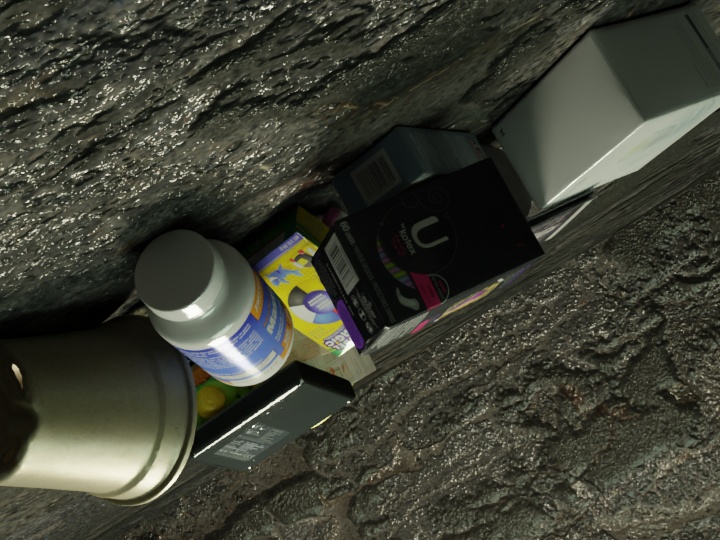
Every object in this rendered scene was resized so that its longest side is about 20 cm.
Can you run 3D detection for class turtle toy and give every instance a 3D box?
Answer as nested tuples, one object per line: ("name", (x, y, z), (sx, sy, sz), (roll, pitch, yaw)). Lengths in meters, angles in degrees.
("turtle toy", (-0.164, 0.166, 1.426), (0.198, 0.102, 0.146), (-10, 147, -25))

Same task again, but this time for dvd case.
("dvd case", (0.183, -0.034, 1.287), (0.198, 0.016, 0.149), (-24, 169, -16))

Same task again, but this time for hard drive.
("hard drive", (-0.119, 0.194, 1.366), (0.199, 0.033, 0.139), (-35, 149, 17))

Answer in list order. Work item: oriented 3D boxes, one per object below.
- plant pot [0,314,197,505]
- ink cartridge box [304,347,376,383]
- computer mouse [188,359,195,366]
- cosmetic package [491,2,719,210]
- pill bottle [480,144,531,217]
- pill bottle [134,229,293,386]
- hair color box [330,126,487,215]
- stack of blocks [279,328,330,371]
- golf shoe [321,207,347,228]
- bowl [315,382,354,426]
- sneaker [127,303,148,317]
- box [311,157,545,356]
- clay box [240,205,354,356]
("plant pot", (-0.297, 0.141, 1.042), (0.200, 0.202, 0.183), (-35, 158, 26))
("ink cartridge box", (-0.093, 0.125, 1.518), (0.199, 0.161, 0.047), (-31, 168, 8))
("computer mouse", (-0.198, 0.093, 1.423), (0.198, 0.046, 0.141), (-17, 166, -17))
("cosmetic package", (0.298, -0.189, 1.218), (0.199, 0.124, 0.199), (-20, 166, -35))
("pill bottle", (0.115, -0.064, 1.331), (0.112, 0.113, 0.200), (-17, 164, -47))
("pill bottle", (-0.146, 0.037, 1.050), (0.111, 0.113, 0.200), (-29, 154, 1))
("hair color box", (0.063, -0.104, 1.155), (0.099, 0.061, 0.199), (-35, 167, 27))
("stack of blocks", (-0.092, 0.080, 1.368), (0.198, 0.059, 0.115), (-19, -168, -24))
("golf shoe", (0.000, 0.000, 1.247), (0.076, 0.091, 0.201), (-61, 155, -27))
("bowl", (-0.107, 0.138, 1.605), (0.200, 0.202, 0.094), (-32, 134, 13))
("sneaker", (-0.260, 0.103, 1.199), (0.200, 0.080, 0.077), (-37, 167, 38))
("box", (0.068, -0.015, 1.083), (0.199, 0.123, 0.106), (-24, 169, -23))
("clay box", (-0.037, 0.023, 1.187), (0.199, 0.048, 0.115), (36, 125, -29))
